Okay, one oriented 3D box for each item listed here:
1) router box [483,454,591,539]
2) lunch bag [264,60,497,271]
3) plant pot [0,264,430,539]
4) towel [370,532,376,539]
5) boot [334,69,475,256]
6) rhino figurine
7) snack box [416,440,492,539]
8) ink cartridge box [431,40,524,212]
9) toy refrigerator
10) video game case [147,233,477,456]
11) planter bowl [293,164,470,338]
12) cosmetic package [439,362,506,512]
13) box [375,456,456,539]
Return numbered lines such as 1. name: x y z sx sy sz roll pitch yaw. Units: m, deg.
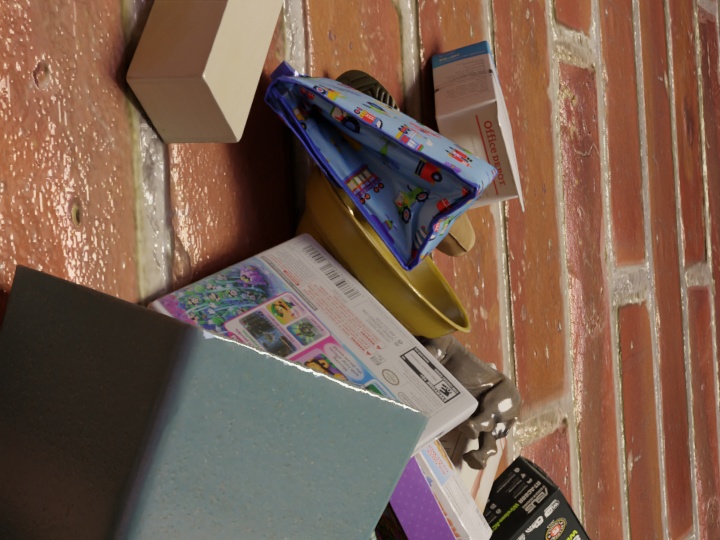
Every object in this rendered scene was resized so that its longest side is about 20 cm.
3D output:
1. router box: 0.133 0.301 1.379 0.200 0.062 0.150 -44 139 -8
2. lunch bag: 0.006 -0.107 1.155 0.200 0.094 0.151 41 14 3
3. plant pot: -0.114 0.133 0.823 0.196 0.196 0.200 24 83 -42
4. towel: -0.042 0.284 1.070 0.022 0.146 0.200 -139 -146 -70
5. boot: 0.041 -0.096 1.347 0.175 0.066 0.200 62 9 10
6. rhino figurine: 0.066 0.089 1.292 0.087 0.200 0.060 -40 166 -38
7. snack box: 0.050 0.155 1.202 0.200 0.024 0.072 59 15 2
8. ink cartridge box: 0.122 -0.145 1.455 0.200 0.068 0.116 -88 162 -59
9. toy refrigerator: -0.110 -0.197 1.045 0.076 0.070 0.200 63 34 -52
10. video game case: -0.033 0.068 1.029 0.182 0.200 0.024 -27 156 -48
11. planter bowl: 0.000 0.000 1.189 0.200 0.083 0.200 47 10 -11
12. cosmetic package: 0.069 0.186 1.335 0.200 0.103 0.087 -63 142 -44
13. box: 0.015 0.165 1.149 0.200 0.039 0.137 64 -14 -13
